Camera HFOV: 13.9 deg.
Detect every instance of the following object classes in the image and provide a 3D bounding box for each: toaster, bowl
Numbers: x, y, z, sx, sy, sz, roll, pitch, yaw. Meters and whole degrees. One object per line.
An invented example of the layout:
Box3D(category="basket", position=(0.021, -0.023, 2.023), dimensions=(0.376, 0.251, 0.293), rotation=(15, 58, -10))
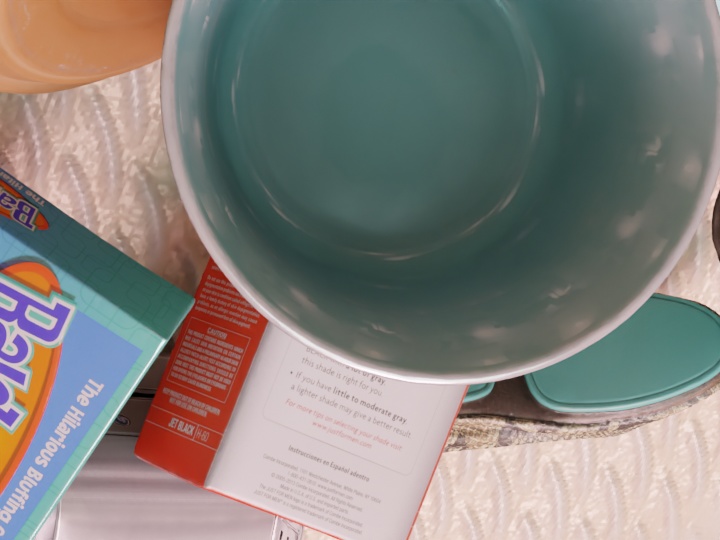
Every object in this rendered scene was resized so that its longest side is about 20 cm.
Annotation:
Box3D(category="toaster", position=(-0.105, 0.121, 1.225), dimensions=(0.129, 0.114, 0.200), rotation=(0, 124, -24))
Box3D(category="bowl", position=(0.020, -0.062, 1.047), dimensions=(0.200, 0.105, 0.202), rotation=(0, 91, -13))

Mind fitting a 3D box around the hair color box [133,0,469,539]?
Box3D(category="hair color box", position=(0.000, 0.000, 1.143), dimensions=(0.101, 0.061, 0.201), rotation=(25, 86, -34))

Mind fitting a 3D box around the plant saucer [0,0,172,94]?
Box3D(category="plant saucer", position=(-0.067, -0.136, 1.026), dimensions=(0.200, 0.032, 0.200), rotation=(-33, 155, -17))

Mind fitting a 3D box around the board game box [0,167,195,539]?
Box3D(category="board game box", position=(-0.185, 0.018, 1.089), dimensions=(0.200, 0.045, 0.152), rotation=(34, 114, -2))

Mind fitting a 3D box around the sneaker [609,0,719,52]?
Box3D(category="sneaker", position=(0.129, -0.061, 1.157), dimensions=(0.082, 0.074, 0.200), rotation=(2, 154, 1))

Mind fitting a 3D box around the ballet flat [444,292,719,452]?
Box3D(category="ballet flat", position=(0.061, 0.051, 1.275), dimensions=(0.199, 0.068, 0.075), rotation=(-7, 152, -9))

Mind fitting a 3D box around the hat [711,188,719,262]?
Box3D(category="hat", position=(0.244, -0.045, 1.212), dimensions=(0.200, 0.081, 0.201), rotation=(-33, 155, -17))
